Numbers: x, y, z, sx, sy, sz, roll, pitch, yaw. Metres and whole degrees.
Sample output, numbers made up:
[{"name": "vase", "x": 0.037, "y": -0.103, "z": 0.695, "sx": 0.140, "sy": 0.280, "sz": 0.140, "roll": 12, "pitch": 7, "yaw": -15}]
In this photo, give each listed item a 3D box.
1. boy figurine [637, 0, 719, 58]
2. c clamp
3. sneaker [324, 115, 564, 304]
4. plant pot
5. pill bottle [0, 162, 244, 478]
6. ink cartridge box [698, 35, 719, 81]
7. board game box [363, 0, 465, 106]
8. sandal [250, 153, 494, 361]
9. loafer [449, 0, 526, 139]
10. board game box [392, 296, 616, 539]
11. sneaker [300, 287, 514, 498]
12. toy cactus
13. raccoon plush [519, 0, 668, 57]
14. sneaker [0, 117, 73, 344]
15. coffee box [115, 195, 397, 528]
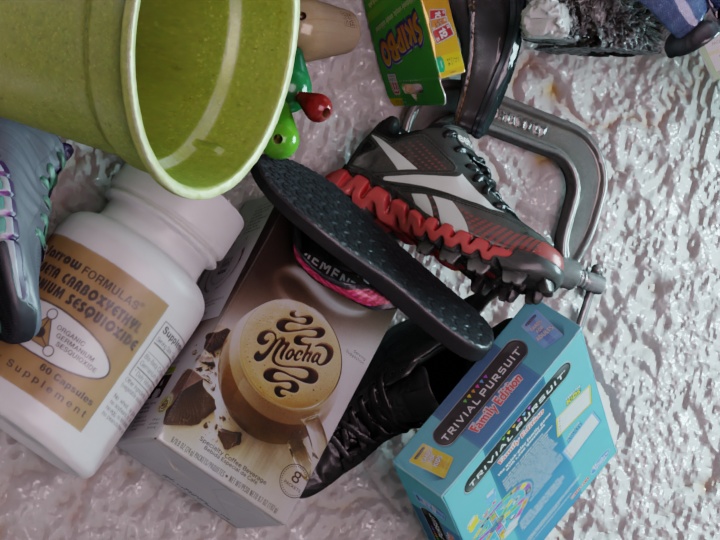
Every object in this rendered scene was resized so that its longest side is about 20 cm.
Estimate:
[{"name": "boy figurine", "x": 0.181, "y": -0.239, "z": 1.725, "sx": 0.124, "sy": 0.064, "sz": 0.200, "roll": -41, "pitch": 99, "yaw": -18}, {"name": "c clamp", "x": 0.103, "y": -0.040, "z": 1.840, "sx": 0.200, "sy": 0.027, "sz": 0.171, "roll": 25, "pitch": 81, "yaw": -22}, {"name": "sneaker", "x": 0.065, "y": -0.047, "z": 1.737, "sx": 0.098, "sy": 0.200, "sz": 0.071, "roll": -57, "pitch": 144, "yaw": -9}, {"name": "plant pot", "x": -0.164, "y": -0.155, "z": 1.572, "sx": 0.200, "sy": 0.184, "sz": 0.201, "roll": -31, "pitch": 125, "yaw": -56}, {"name": "pill bottle", "x": -0.167, "y": 0.025, "z": 1.677, "sx": 0.114, "sy": 0.114, "sz": 0.200, "roll": 39, "pitch": 77, "yaw": -21}, {"name": "ink cartridge box", "x": 0.285, "y": -0.167, "z": 1.857, "sx": 0.048, "sy": 0.146, "sz": 0.201, "roll": -20, "pitch": 105, "yaw": 23}, {"name": "board game box", "x": 0.024, "y": -0.212, "z": 1.759, "sx": 0.030, "sy": 0.095, "sz": 0.201, "roll": -15, "pitch": 99, "yaw": -22}, {"name": "sandal", "x": 0.000, "y": 0.000, "z": 1.685, "sx": 0.200, "sy": 0.075, "sz": 0.045, "roll": 40, "pitch": 115, "yaw": -7}, {"name": "loafer", "x": 0.084, "y": -0.194, "z": 1.810, "sx": 0.072, "sy": 0.073, "sz": 0.201, "roll": 11, "pitch": 81, "yaw": 1}, {"name": "board game box", "x": 0.103, "y": 0.128, "z": 1.774, "sx": 0.151, "sy": 0.047, "sz": 0.200, "roll": -49, "pitch": 152, "yaw": -15}, {"name": "sneaker", "x": 0.025, "y": 0.085, "z": 1.770, "sx": 0.200, "sy": 0.104, "sz": 0.060, "roll": -44, "pitch": 109, "yaw": -16}, {"name": "toy cactus", "x": -0.062, "y": -0.171, "z": 1.719, "sx": 0.165, "sy": 0.102, "sz": 0.200, "roll": -4, "pitch": 55, "yaw": -48}, {"name": "raccoon plush", "x": 0.168, "y": -0.221, "z": 1.786, "sx": 0.096, "sy": 0.200, "sz": 0.135, "roll": 2, "pitch": 91, "yaw": 9}, {"name": "sneaker", "x": -0.214, "y": -0.050, "z": 1.638, "sx": 0.087, "sy": 0.074, "sz": 0.201, "roll": -6, "pitch": 65, "yaw": -26}, {"name": "coffee box", "x": -0.064, "y": 0.059, "z": 1.726, "sx": 0.113, "sy": 0.080, "sz": 0.200, "roll": 36, "pitch": 68, "yaw": -21}]
